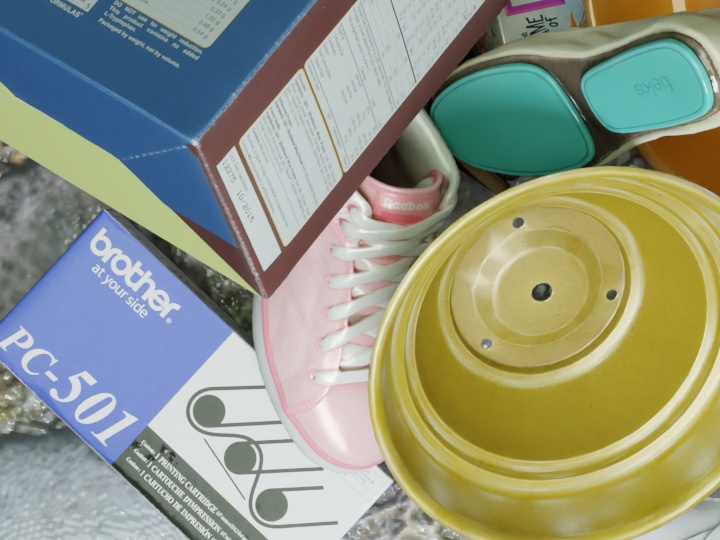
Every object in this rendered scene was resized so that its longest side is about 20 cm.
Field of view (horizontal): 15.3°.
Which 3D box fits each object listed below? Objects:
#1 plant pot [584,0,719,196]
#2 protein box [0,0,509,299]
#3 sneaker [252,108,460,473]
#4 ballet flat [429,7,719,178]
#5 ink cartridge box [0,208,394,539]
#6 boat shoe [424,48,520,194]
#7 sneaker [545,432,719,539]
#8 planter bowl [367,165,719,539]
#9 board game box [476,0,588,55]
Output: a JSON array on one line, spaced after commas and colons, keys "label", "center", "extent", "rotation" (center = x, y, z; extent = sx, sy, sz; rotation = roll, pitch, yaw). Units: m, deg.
[{"label": "plant pot", "center": [0.234, -0.136, 1.236], "extent": [0.183, 0.200, 0.201], "rotation": [-10, 91, -33]}, {"label": "protein box", "center": [-0.070, -0.137, 1.203], "extent": [0.198, 0.135, 0.200], "rotation": [30, 70, 26]}, {"label": "sneaker", "center": [0.000, 0.000, 1.273], "extent": [0.075, 0.105, 0.201], "rotation": [-6, 93, -27]}, {"label": "ballet flat", "center": [0.113, -0.084, 1.207], "extent": [0.069, 0.200, 0.070], "rotation": [3, 86, -37]}, {"label": "ink cartridge box", "center": [-0.085, 0.070, 1.349], "extent": [0.200, 0.044, 0.094], "rotation": [43, 93, 3]}, {"label": "boat shoe", "center": [0.018, -0.125, 1.322], "extent": [0.070, 0.070, 0.200], "rotation": [-45, 91, 2]}, {"label": "sneaker", "center": [0.163, 0.118, 1.309], "extent": [0.199, 0.075, 0.115], "rotation": [-28, 60, -20]}, {"label": "planter bowl", "center": [0.093, 0.026, 1.246], "extent": [0.199, 0.084, 0.201], "rotation": [-5, 118, -10]}, {"label": "board game box", "center": [0.111, -0.169, 1.305], "extent": [0.134, 0.034, 0.201], "rotation": [-14, 90, -21]}]
